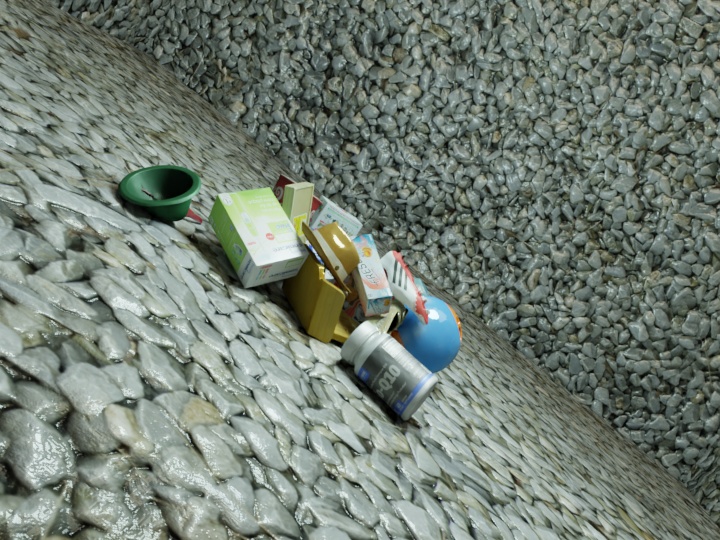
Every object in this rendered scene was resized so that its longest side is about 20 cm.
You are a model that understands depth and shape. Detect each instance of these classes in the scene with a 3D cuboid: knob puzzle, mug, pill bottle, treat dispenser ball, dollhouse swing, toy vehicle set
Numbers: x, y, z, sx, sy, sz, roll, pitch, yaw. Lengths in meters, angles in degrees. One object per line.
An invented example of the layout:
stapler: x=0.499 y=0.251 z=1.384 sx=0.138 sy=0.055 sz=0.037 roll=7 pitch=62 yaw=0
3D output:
knob puzzle: x=0.012 y=0.058 z=1.581 sx=0.218 sy=0.221 sz=0.030 roll=37 pitch=16 yaw=1
mug: x=-0.195 y=-0.122 z=1.625 sx=0.132 sy=0.202 sz=0.177 roll=32 pitch=-1 yaw=34
pill bottle: x=0.058 y=0.209 z=1.311 sx=0.199 sy=0.115 sz=0.113 roll=40 pitch=10 yaw=16
treat dispenser ball: x=0.169 y=0.169 z=1.627 sx=0.199 sy=0.203 sz=0.201 roll=35 pitch=10 yaw=-7
dollhouse swing: x=-0.068 y=0.057 z=1.441 sx=0.172 sy=0.185 sz=0.200 roll=8 pitch=23 yaw=-29
toy vehicle set: x=-0.161 y=-0.109 z=1.500 sx=0.026 sy=0.205 sz=0.124 roll=14 pitch=14 yaw=15

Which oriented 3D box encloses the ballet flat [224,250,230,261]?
ballet flat: x=-0.241 y=-0.038 z=1.460 sx=0.066 sy=0.070 sz=0.199 roll=-2 pitch=-5 yaw=22

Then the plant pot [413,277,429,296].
plant pot: x=0.141 y=0.097 z=1.832 sx=0.203 sy=0.133 sz=0.201 roll=61 pitch=8 yaw=-15

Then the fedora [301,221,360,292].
fedora: x=-0.058 y=-0.046 z=1.424 sx=0.202 sy=0.081 sz=0.201 roll=54 pitch=-4 yaw=5

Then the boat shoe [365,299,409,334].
boat shoe: x=0.068 y=0.131 z=1.492 sx=0.062 sy=0.075 sz=0.199 roll=20 pitch=28 yaw=23

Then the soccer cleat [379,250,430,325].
soccer cleat: x=0.105 y=0.050 z=1.520 sx=0.203 sy=0.084 sz=0.069 roll=64 pitch=8 yaw=10

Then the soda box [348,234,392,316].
soda box: x=0.019 y=0.009 z=1.485 sx=0.062 sy=0.069 sz=0.203 roll=-7 pitch=51 yaw=-14

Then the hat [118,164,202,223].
hat: x=-0.425 y=-0.119 z=1.370 sx=0.196 sy=0.179 sz=0.166 roll=-16 pitch=43 yaw=-28

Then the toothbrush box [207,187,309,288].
toothbrush box: x=-0.230 y=-0.077 z=1.379 sx=0.144 sy=0.086 sz=0.202 roll=-13 pitch=63 yaw=-40

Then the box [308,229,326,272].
box: x=-0.114 y=-0.031 z=1.615 sx=0.063 sy=0.071 sz=0.201 roll=14 pitch=26 yaw=-3

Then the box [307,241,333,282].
box: x=-0.139 y=-0.016 z=1.695 sx=0.153 sy=0.042 sz=0.200 roll=-1 pitch=35 yaw=-38

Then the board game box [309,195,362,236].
board game box: x=-0.109 y=-0.098 z=1.849 sx=0.146 sy=0.202 sz=0.064 roll=30 pitch=11 yaw=-34
